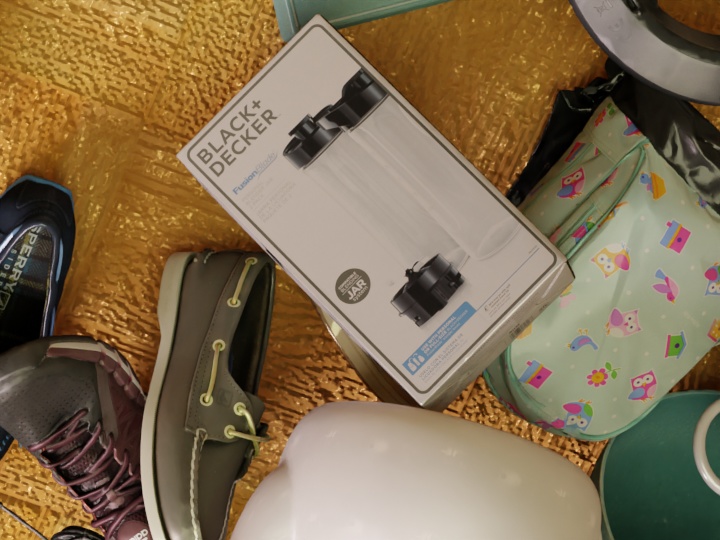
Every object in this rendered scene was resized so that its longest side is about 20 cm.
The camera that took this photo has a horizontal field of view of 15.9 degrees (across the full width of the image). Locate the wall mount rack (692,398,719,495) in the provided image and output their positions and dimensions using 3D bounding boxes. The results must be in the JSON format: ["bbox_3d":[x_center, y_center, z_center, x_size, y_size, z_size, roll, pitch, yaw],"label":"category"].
[{"bbox_3d":[0.286,0.057,1.483,0.199,0.075,0.174,-13,87,-21],"label":"wall mount rack"}]

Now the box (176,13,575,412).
[{"bbox_3d":[0.008,-0.030,1.419,0.117,0.060,0.200,-44,76,0],"label":"box"}]

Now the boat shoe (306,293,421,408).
[{"bbox_3d":[0.000,0.000,1.507,0.064,0.071,0.200,-31,109,5],"label":"boat shoe"}]

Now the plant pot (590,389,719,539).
[{"bbox_3d":[0.208,0.192,1.554,0.200,0.201,0.135,17,137,-13],"label":"plant pot"}]

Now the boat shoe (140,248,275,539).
[{"bbox_3d":[-0.083,0.075,1.462,0.060,0.202,0.072,-7,147,15],"label":"boat shoe"}]

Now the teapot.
[{"bbox_3d":[0.037,0.168,1.424,0.199,0.197,0.147,5,71,30],"label":"teapot"}]

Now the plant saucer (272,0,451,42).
[{"bbox_3d":[0.044,-0.185,1.476,0.199,0.019,0.070,-14,110,-1],"label":"plant saucer"}]

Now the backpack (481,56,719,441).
[{"bbox_3d":[0.146,-0.002,1.493,0.167,0.127,0.200,42,97,-18],"label":"backpack"}]

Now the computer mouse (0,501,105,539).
[{"bbox_3d":[-0.213,0.149,1.505,0.200,0.034,0.059,33,132,-7],"label":"computer mouse"}]

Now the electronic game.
[{"bbox_3d":[0.203,-0.191,1.449,0.199,0.042,0.201,1,84,-14],"label":"electronic game"}]

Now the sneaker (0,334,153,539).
[{"bbox_3d":[-0.140,0.115,1.458,0.076,0.116,0.200,-28,151,13],"label":"sneaker"}]

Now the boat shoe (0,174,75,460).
[{"bbox_3d":[-0.220,0.042,1.494,0.084,0.069,0.201,11,110,-10],"label":"boat shoe"}]
